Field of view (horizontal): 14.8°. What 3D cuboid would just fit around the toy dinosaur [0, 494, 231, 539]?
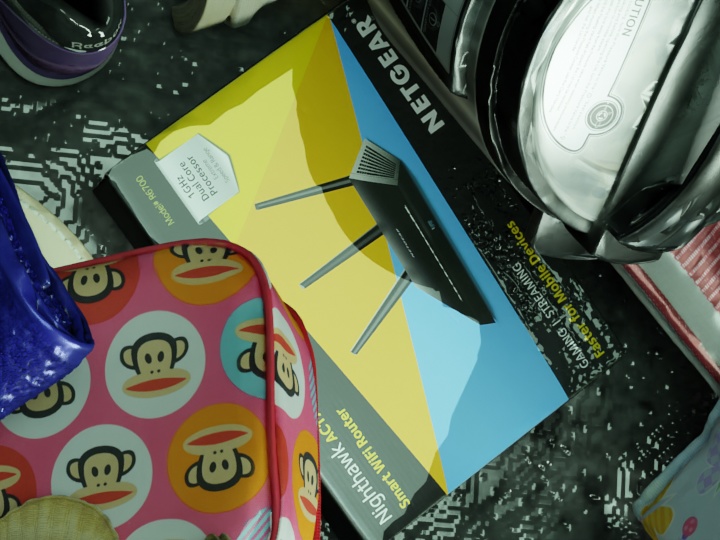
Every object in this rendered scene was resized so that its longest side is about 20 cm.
[{"bbox_3d":[-0.133,0.130,1.040,0.199,0.058,0.102,6,64,6],"label":"toy dinosaur"}]

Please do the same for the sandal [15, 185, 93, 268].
[{"bbox_3d":[-0.197,-0.034,1.158,0.211,0.070,0.078,35,76,-8],"label":"sandal"}]

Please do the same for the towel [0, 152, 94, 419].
[{"bbox_3d":[-0.212,0.028,1.089,0.200,0.049,0.148,-38,60,13],"label":"towel"}]

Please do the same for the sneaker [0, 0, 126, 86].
[{"bbox_3d":[-0.157,-0.179,1.178,0.076,0.088,0.201,-34,92,-16],"label":"sneaker"}]

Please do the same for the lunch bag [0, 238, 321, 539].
[{"bbox_3d":[-0.115,0.088,1.107,0.199,0.082,0.177,-9,64,12],"label":"lunch bag"}]

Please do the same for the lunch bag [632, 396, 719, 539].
[{"bbox_3d":[0.244,0.135,1.179,0.199,0.170,0.127,29,104,-29],"label":"lunch bag"}]

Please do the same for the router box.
[{"bbox_3d":[0.000,0.000,1.214,0.149,0.051,0.200,-37,93,-15],"label":"router box"}]

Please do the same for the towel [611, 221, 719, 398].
[{"bbox_3d":[0.196,-0.054,1.225,0.200,0.023,0.144,-41,95,-10],"label":"towel"}]

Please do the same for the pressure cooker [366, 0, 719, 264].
[{"bbox_3d":[0.109,-0.113,1.118,0.178,0.200,0.176,-31,134,-6],"label":"pressure cooker"}]

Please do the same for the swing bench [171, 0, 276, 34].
[{"bbox_3d":[-0.008,-0.230,1.204,0.198,0.130,0.201,-20,87,-18],"label":"swing bench"}]
